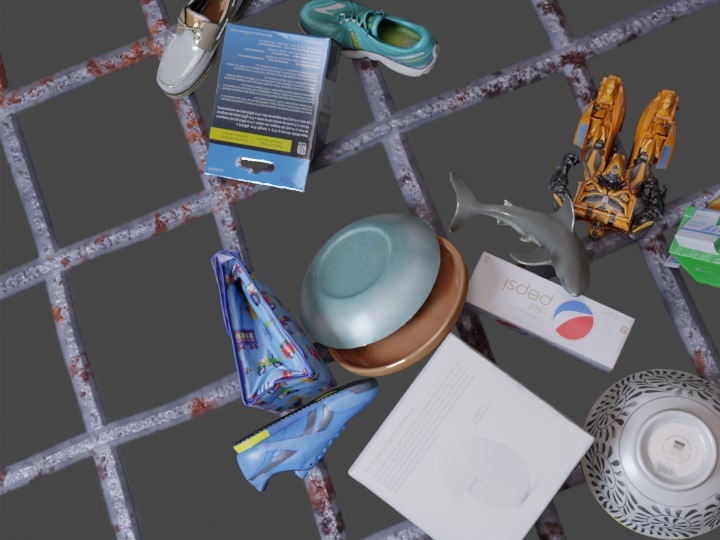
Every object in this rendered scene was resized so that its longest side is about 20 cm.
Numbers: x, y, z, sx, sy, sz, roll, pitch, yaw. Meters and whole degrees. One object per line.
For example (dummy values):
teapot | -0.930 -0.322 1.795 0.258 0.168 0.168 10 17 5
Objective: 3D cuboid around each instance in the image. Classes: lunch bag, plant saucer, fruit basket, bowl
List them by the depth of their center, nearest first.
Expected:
bowl | 0.356 0.207 1.180 0.200 0.094 0.201 -2 77 9
fruit basket | 0.455 -0.074 1.188 0.094 0.185 0.200 35 88 -20
plant saucer | 0.047 0.045 1.249 0.200 0.037 0.200 -24 42 24
lunch bag | -0.119 0.062 1.257 0.094 0.151 0.200 -25 75 3
plant saucer | 0.000 0.000 1.259 0.201 0.039 0.201 -20 46 22

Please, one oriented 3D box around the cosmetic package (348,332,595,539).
cosmetic package | 0.127 0.212 1.193 0.200 0.123 0.199 37 87 8

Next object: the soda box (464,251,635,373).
soda box | 0.226 0.052 1.250 0.200 0.064 0.068 25 83 13

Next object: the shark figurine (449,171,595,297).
shark figurine | 0.216 -0.062 1.250 0.214 0.090 0.128 36 41 28

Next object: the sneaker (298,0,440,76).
sneaker | 0.011 -0.322 1.356 0.200 0.080 0.078 18 82 13

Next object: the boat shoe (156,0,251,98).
boat shoe | -0.220 -0.332 1.401 0.075 0.068 0.200 27 84 14

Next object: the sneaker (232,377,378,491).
sneaker | -0.057 0.202 1.268 0.200 0.066 0.079 -30 87 2

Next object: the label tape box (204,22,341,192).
label tape box | -0.116 -0.213 1.355 0.144 0.063 0.200 11 96 11

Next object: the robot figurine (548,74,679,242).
robot figurine | 0.318 -0.135 1.277 0.145 0.058 0.200 17 81 13
